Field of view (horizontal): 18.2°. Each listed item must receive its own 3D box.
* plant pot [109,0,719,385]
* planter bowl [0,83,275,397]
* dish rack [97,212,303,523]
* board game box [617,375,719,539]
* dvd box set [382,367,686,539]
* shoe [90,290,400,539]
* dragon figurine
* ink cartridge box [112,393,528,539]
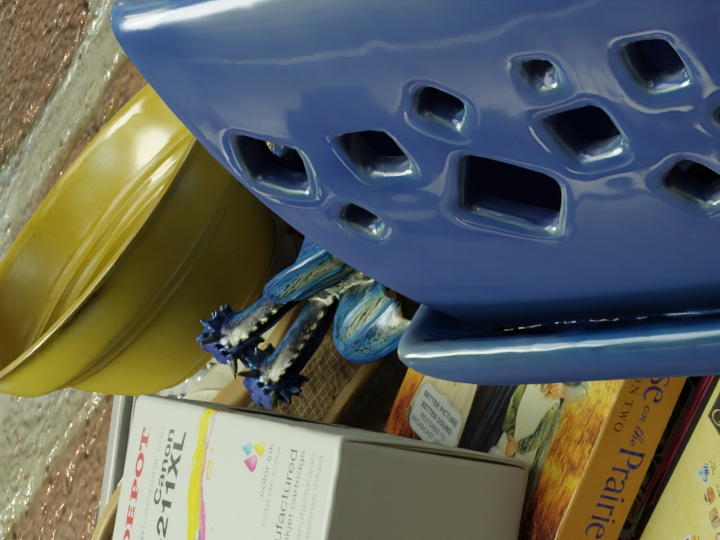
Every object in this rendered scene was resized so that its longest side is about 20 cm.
[{"bbox_3d":[0.082,-0.077,0.662,0.200,0.180,0.200,-6,38,38],"label":"plant pot"},{"bbox_3d":[-0.099,-0.003,1.070,0.200,0.083,0.200,-45,20,22],"label":"planter bowl"},{"bbox_3d":[-0.076,0.075,1.154,0.172,0.044,0.200,-9,71,57],"label":"dish rack"},{"bbox_3d":[0.137,0.054,0.810,0.135,0.035,0.200,-43,45,45],"label":"board game box"},{"bbox_3d":[0.081,0.006,0.855,0.146,0.029,0.200,45,117,58],"label":"dvd box set"},{"bbox_3d":[-0.052,0.078,1.048,0.200,0.070,0.053,-49,8,-3],"label":"shoe"},{"bbox_3d":[0.000,0.000,0.951,0.200,0.059,0.099,-28,26,57],"label":"dragon figurine"},{"bbox_3d":[-0.029,0.131,0.885,0.200,0.083,0.146,3,83,63],"label":"ink cartridge box"}]
